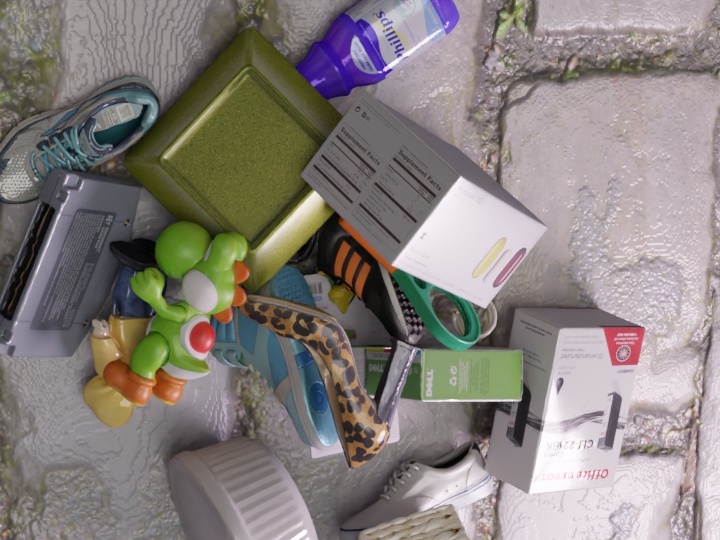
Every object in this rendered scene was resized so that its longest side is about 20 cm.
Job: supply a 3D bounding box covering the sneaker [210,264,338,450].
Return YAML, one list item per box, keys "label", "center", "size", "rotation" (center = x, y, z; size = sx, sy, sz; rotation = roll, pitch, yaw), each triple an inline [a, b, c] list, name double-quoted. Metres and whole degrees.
- label: "sneaker"
  center: [-0.096, 0.105, 1.689]
  size: [0.079, 0.130, 0.202]
  rotation: [-9, 82, -55]

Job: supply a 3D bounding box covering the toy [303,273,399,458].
- label: "toy"
  center: [-0.021, 0.099, 1.755]
  size: [0.114, 0.047, 0.203]
  rotation: [-8, 99, -28]

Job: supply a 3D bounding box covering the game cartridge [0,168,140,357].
- label: "game cartridge"
  center: [-0.302, -0.006, 1.609]
  size: [0.133, 0.040, 0.202]
  rotation: [9, 108, -58]

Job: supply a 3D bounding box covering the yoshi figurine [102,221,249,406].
- label: "yoshi figurine"
  center: [-0.191, 0.033, 1.597]
  size: [0.111, 0.113, 0.201]
  rotation: [26, 106, -19]

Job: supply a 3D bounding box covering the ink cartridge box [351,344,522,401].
- label: "ink cartridge box"
  center: [0.073, 0.113, 1.728]
  size: [0.198, 0.103, 0.060]
  rotation: [3, 89, -37]

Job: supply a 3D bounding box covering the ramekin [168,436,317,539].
- label: "ramekin"
  center: [-0.122, 0.275, 1.698]
  size: [0.094, 0.202, 0.204]
  rotation: [-24, 110, -22]

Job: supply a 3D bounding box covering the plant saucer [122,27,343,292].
- label: "plant saucer"
  center: [-0.112, -0.114, 1.607]
  size: [0.200, 0.048, 0.200]
  rotation: [44, 91, -3]

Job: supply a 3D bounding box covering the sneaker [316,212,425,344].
- label: "sneaker"
  center: [0.000, 0.000, 1.694]
  size: [0.090, 0.070, 0.202]
  rotation: [-29, 75, 22]

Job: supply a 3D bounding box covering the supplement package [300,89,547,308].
- label: "supplement package"
  center: [0.067, -0.069, 1.578]
  size: [0.111, 0.156, 0.199]
  rotation: [-52, 147, 10]

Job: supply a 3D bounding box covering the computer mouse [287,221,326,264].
- label: "computer mouse"
  center: [-0.116, -0.094, 1.670]
  size: [0.198, 0.046, 0.142]
  rotation: [24, 106, -3]

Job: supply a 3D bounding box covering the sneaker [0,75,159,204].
- label: "sneaker"
  center: [-0.292, -0.134, 1.592]
  size: [0.199, 0.086, 0.078]
  rotation: [-35, 110, -7]

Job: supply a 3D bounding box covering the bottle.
- label: "bottle"
  center: [0.008, -0.244, 1.671]
  size: [0.199, 0.065, 0.084]
  rotation: [-35, 112, -6]

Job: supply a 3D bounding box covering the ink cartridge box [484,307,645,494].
- label: "ink cartridge box"
  center: [0.237, 0.151, 1.816]
  size: [0.143, 0.083, 0.202]
  rotation: [1, 105, -37]

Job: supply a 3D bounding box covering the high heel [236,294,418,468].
- label: "high heel"
  center: [-0.052, 0.113, 1.602]
  size: [0.198, 0.071, 0.144]
  rotation: [20, 92, -8]

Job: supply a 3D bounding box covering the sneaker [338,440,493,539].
- label: "sneaker"
  center: [0.059, 0.257, 1.820]
  size: [0.198, 0.073, 0.072]
  rotation: [-22, 100, -21]

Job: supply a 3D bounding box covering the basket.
- label: "basket"
  center: [0.063, 0.369, 1.770]
  size: [0.134, 0.124, 0.201]
  rotation: [-15, 148, -13]

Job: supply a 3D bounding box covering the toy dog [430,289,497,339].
- label: "toy dog"
  center: [0.099, -0.027, 1.719]
  size: [0.131, 0.096, 0.202]
  rotation: [14, 87, 15]

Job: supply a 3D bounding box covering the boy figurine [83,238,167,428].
- label: "boy figurine"
  center: [-0.244, 0.069, 1.663]
  size: [0.124, 0.064, 0.202]
  rotation: [-16, 127, -55]

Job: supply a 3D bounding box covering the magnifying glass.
- label: "magnifying glass"
  center: [0.054, 0.007, 1.643]
  size: [0.200, 0.080, 0.022]
  rotation: [42, 124, -16]
